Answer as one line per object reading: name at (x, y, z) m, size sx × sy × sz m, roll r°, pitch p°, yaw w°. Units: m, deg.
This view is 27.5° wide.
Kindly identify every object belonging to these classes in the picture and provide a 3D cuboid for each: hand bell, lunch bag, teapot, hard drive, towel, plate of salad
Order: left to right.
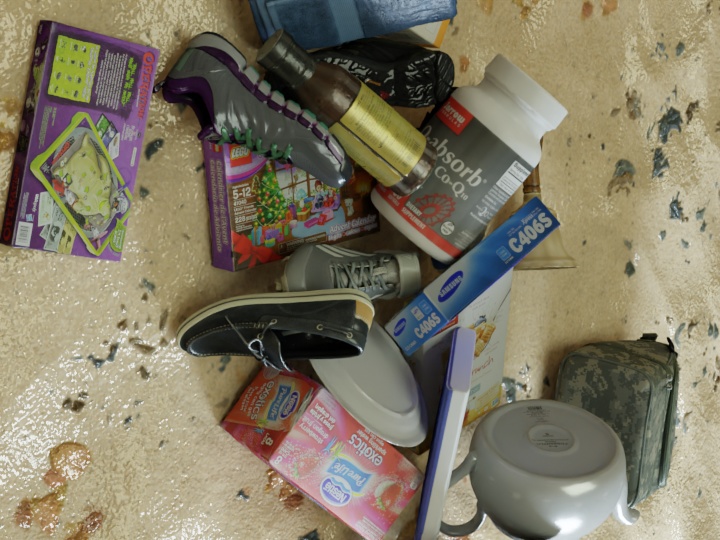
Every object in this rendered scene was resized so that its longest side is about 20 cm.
towel at (-0.005, -0.263, 1.414) m, size 0.112 × 0.198 × 0.049 m, roll 73°, pitch 7°, yaw -58°
plate of salad at (-0.004, 0.103, 1.525) m, size 0.048 × 0.201 × 0.199 m, roll -40°, pitch 137°, yaw 23°
hard drive at (0.091, 0.180, 1.587) m, size 0.132 × 0.025 × 0.201 m, roll -74°, pitch 174°, yaw -63°
hand bell at (0.202, -0.102, 1.723) m, size 0.104 × 0.104 × 0.202 m, roll 0°, pitch 87°, yaw -42°
teapot at (0.209, 0.256, 1.725) m, size 0.197 × 0.199 × 0.147 m, roll -33°, pitch 137°, yaw -49°
lunch bag at (0.332, 0.186, 1.863) m, size 0.167 × 0.138 × 0.202 m, roll -12°, pitch 110°, yaw -59°

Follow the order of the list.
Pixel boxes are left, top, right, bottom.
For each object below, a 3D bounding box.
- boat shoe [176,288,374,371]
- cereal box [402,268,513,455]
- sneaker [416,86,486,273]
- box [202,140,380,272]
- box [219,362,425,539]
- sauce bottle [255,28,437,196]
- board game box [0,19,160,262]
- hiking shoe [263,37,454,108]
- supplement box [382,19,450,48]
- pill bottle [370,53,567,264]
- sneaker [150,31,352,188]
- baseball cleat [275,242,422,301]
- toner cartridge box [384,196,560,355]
boat shoe at (-0.084, 0.063, 1.418) m, size 0.075 × 0.198 × 0.063 m, roll 65°, pitch 21°, yaw -58°
cereal box at (0.107, 0.095, 1.659) m, size 0.143 × 0.039 × 0.201 m, roll -28°, pitch 134°, yaw -35°
sneaker at (0.093, -0.102, 1.618) m, size 0.111 × 0.077 × 0.201 m, roll 18°, pitch 95°, yaw -35°
box at (-0.067, -0.087, 1.495) m, size 0.199 × 0.039 × 0.138 m, roll -17°, pitch 110°, yaw -39°
box at (-0.037, 0.189, 1.533) m, size 0.096 × 0.099 × 0.200 m, roll -53°, pitch 130°, yaw -9°
sauce bottle at (-0.013, -0.154, 1.415) m, size 0.200 × 0.065 × 0.065 m, roll 41°, pitch 71°, yaw -21°
board game box at (-0.252, -0.114, 1.328) m, size 0.119 × 0.032 × 0.202 m, roll 10°, pitch 93°, yaw -40°
hiking shoe at (-0.009, -0.196, 1.498) m, size 0.198 × 0.101 × 0.076 m, roll -5°, pitch 111°, yaw -20°
supplement box at (0.016, -0.325, 1.497) m, size 0.199 × 0.073 × 0.127 m, roll 28°, pitch 81°, yaw -43°
pill bottle at (0.113, -0.116, 1.510) m, size 0.116 × 0.116 × 0.200 m, roll 32°, pitch 101°, yaw -41°
sneaker at (-0.103, -0.130, 1.391) m, size 0.200 × 0.074 × 0.088 m, roll 40°, pitch 67°, yaw -1°
baseball cleat at (0.000, 0.000, 1.492) m, size 0.200 × 0.106 × 0.070 m, roll -9°, pitch 90°, yaw -64°
toner cartridge box at (0.119, 0.004, 1.543) m, size 0.043 × 0.095 × 0.200 m, roll 49°, pitch 54°, yaw 4°
